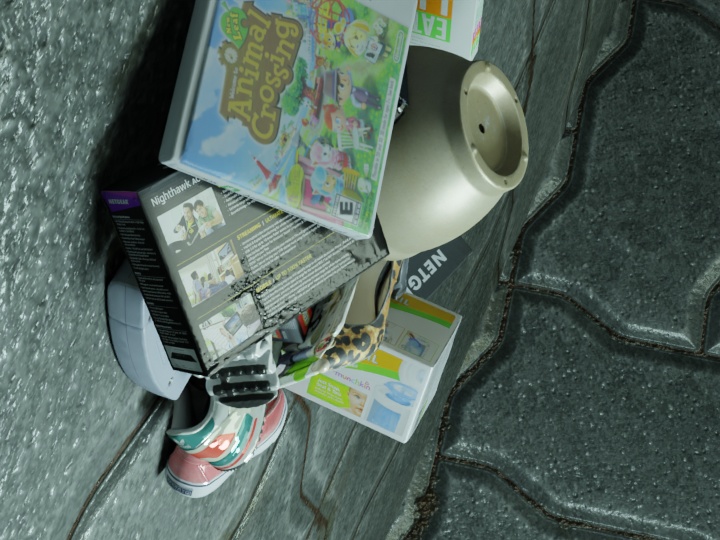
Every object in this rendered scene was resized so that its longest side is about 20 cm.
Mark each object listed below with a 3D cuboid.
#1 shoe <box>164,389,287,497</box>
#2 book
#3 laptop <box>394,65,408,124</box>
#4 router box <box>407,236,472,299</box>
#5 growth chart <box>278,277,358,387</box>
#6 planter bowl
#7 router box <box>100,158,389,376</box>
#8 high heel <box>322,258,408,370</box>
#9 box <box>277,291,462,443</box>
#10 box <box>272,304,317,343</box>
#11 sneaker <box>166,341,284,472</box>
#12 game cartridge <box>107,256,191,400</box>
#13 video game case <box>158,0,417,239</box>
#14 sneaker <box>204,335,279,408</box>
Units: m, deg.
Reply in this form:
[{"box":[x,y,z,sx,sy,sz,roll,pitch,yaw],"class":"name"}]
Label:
[{"box":[-0.123,0.141,1.379,0.200,0.071,0.091,-43,157,-56],"class":"shoe"},{"box":[0.056,-0.287,1.311,0.200,0.134,0.048,89,25,-60],"class":"book"},{"box":[-0.049,-0.179,1.124,0.200,0.103,0.177,-48,133,-1],"class":"laptop"},{"box":[0.020,0.037,1.610,0.200,0.052,0.157,-44,-171,-33],"class":"router box"},{"box":[-0.038,0.029,1.299,0.145,0.018,0.200,-32,-147,53],"class":"growth chart"},{"box":[0.068,-0.119,1.252,0.200,0.135,0.200,22,62,-50],"class":"planter bowl"},{"box":[-0.079,-0.035,1.027,0.200,0.051,0.149,-34,116,-35],"class":"router box"},{"box":[0.000,0.000,1.315,0.200,0.071,0.143,-50,151,-50],"class":"high heel"},{"box":[-0.013,0.074,1.433,0.101,0.200,0.113,-54,164,-53],"class":"box"},{"box":[-0.070,-0.050,1.213,0.200,0.040,0.137,73,28,-48],"class":"box"},{"box":[-0.128,0.077,1.253,0.093,0.070,0.200,32,61,-47],"class":"sneaker"},{"box":[-0.156,0.022,1.128,0.200,0.041,0.133,89,21,-60],"class":"game cartridge"},{"box":[-0.046,-0.143,1.003,0.182,0.022,0.200,20,75,-36],"class":"video game case"},{"box":[-0.104,0.022,1.140,0.081,0.075,0.200,-91,-177,-48],"class":"sneaker"}]
